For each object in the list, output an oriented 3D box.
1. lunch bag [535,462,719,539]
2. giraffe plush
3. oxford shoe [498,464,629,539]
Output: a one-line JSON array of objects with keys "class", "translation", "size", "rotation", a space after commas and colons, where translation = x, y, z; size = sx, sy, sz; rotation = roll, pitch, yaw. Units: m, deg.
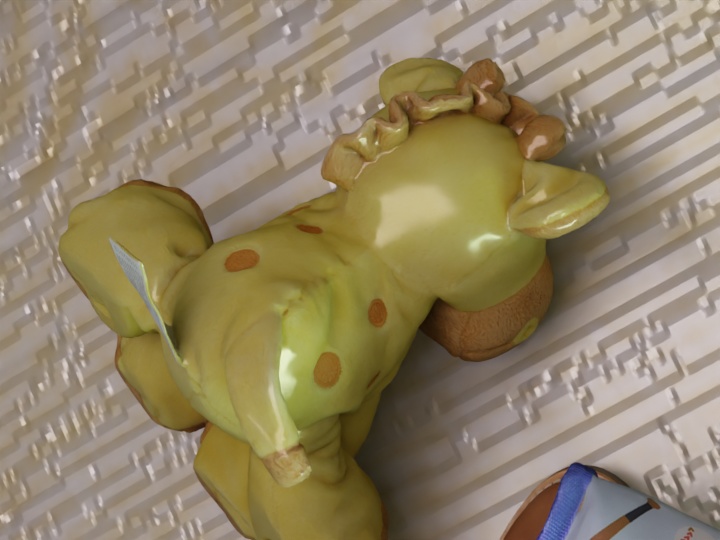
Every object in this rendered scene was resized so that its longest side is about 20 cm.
[{"class": "lunch bag", "translation": [0.099, 0.189, 0.961], "size": [0.170, 0.124, 0.201], "rotation": [27, 83, 9]}, {"class": "giraffe plush", "translation": [0.000, 0.000, 1.048], "size": [0.162, 0.200, 0.173], "rotation": [-35, 68, -12]}, {"class": "oxford shoe", "translation": [0.050, 0.165, 1.051], "size": [0.071, 0.071, 0.201], "rotation": [22, 94, 24]}]
